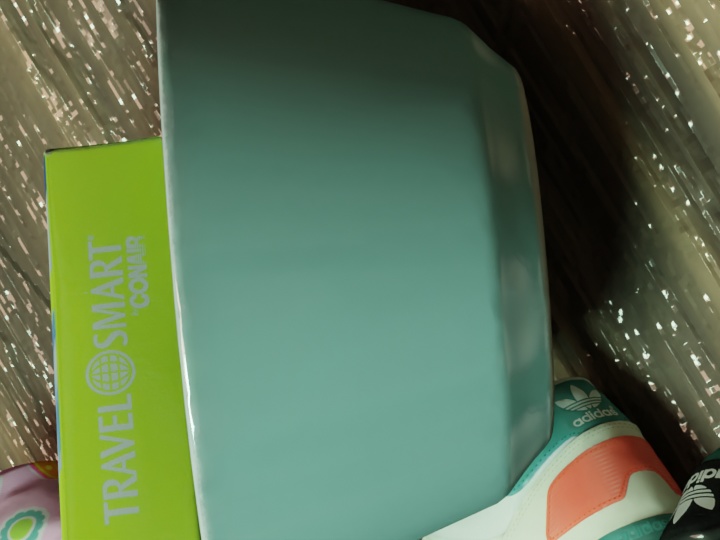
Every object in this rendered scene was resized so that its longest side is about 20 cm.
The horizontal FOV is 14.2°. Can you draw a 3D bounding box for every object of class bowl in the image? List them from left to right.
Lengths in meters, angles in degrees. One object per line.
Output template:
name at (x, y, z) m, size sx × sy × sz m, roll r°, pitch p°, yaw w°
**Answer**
bowl at (0.000, 0.000, 0.860) m, size 0.105 × 0.201 × 0.201 m, roll -5°, pitch 114°, yaw 0°

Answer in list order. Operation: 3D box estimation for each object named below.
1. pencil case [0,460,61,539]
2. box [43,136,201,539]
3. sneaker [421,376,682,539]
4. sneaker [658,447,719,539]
pencil case at (-0.080, 0.144, 1.031) m, size 0.200 × 0.087 × 0.088 m, roll 39°, pitch 137°, yaw 50°
box at (-0.070, 0.054, 0.930) m, size 0.122 × 0.048 × 0.200 m, roll 86°, pitch 178°, yaw -56°
sneaker at (0.048, 0.111, 0.951) m, size 0.093 × 0.070 × 0.200 m, roll 65°, pitch 145°, yaw 25°
sneaker at (0.151, 0.141, 0.839) m, size 0.071 × 0.080 × 0.200 m, roll -36°, pitch 85°, yaw 46°
